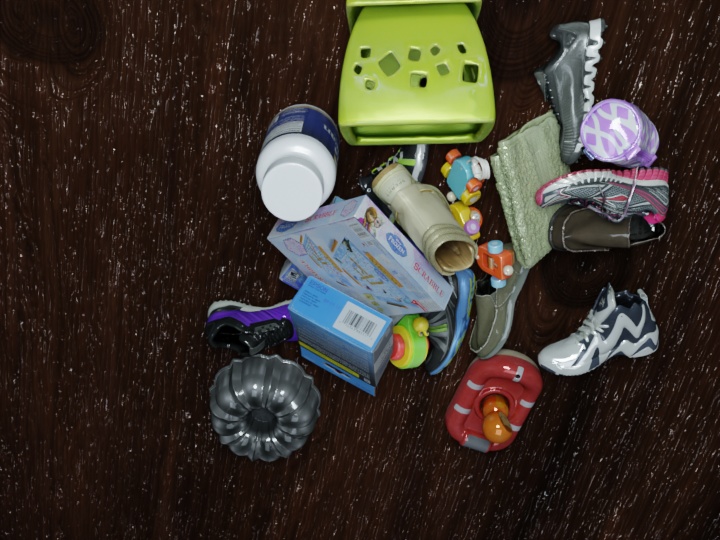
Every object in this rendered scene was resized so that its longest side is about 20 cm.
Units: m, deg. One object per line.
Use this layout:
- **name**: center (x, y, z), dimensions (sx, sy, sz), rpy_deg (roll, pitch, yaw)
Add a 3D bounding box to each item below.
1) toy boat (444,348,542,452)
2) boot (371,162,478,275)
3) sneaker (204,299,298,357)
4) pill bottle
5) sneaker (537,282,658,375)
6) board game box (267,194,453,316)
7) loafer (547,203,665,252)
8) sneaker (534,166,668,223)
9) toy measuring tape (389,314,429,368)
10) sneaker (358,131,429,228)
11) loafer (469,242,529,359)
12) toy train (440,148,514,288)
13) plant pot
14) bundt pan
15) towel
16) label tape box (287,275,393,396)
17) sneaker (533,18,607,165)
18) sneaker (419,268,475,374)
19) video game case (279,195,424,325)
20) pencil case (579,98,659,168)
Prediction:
- **toy boat**: center (0.224, 0.232, 1.458), dimensions (0.129, 0.131, 0.202), rpy_deg (18, 117, -8)
- **boot**: center (0.108, -0.056, 1.225), dimensions (0.073, 0.156, 0.200), rpy_deg (-42, 151, 8)
- **sneaker**: center (-0.154, 0.101, 1.414), dimensions (0.197, 0.100, 0.070), rpy_deg (-1, 121, 3)
- **pill bottle**: center (-0.086, -0.148, 1.224), dimensions (0.109, 0.201, 0.112), rpy_deg (1, 119, 1)
- **sneaker**: center (0.374, 0.084, 1.406), dimensions (0.196, 0.080, 0.131), rpy_deg (-11, 116, 7)
- **board game box**: center (-0.002, -0.010, 1.243), dimensions (0.198, 0.041, 0.200), rpy_deg (-9, 134, 48)
- **loafer**: center (0.365, -0.066, 1.291), dimensions (0.197, 0.071, 0.074), rpy_deg (-9, 105, -23)
- **sneaker**: center (0.342, -0.102, 1.232), dimensions (0.197, 0.081, 0.076), rpy_deg (-2, 87, -8)
- **toy measuring tape**: center (0.056, 0.142, 1.419), dimensions (0.073, 0.074, 0.200), rpy_deg (27, 134, -13)
- **sneaker**: center (0.039, -0.128, 1.305), dimensions (0.082, 0.072, 0.202), rpy_deg (19, 117, -7)
- **loafer**: center (0.205, 0.044, 1.388), dimensions (0.069, 0.075, 0.203), rpy_deg (9, 109, -19)
- **toy train**: center (0.183, -0.084, 1.298), dimensions (0.055, 0.150, 0.203), rpy_deg (-22, 115, -23)
- **plant pot**: center (0.071, -0.267, 1.151), dimensions (0.196, 0.200, 0.184), rpy_deg (-2, 90, 3)
- **bundt pan**: center (-0.167, 0.245, 1.507), dimensions (0.199, 0.076, 0.204), rpy_deg (1, 117, 2)
- **towel**: center (0.258, -0.117, 1.278), dimensions (0.036, 0.148, 0.202), rpy_deg (13, 128, 48)
- **label tape box**: center (-0.026, 0.102, 1.336), dimensions (0.143, 0.064, 0.201), rpy_deg (27, 159, 14)
- **sneaker**: center (0.285, -0.251, 1.234), dimensions (0.089, 0.067, 0.203), rpy_deg (7, 107, 7)
- **sneaker**: center (0.132, 0.076, 1.423), dimensions (0.082, 0.071, 0.202), rpy_deg (18, 122, 17)
- **video game case**: center (0.000, 0.000, 1.356), dimensions (0.198, 0.046, 0.181), rpy_deg (29, 135, -13)
- **pencil case**: center (0.357, -0.182, 1.197), dimensions (0.085, 0.199, 0.084), rpy_deg (41, 111, 16)
